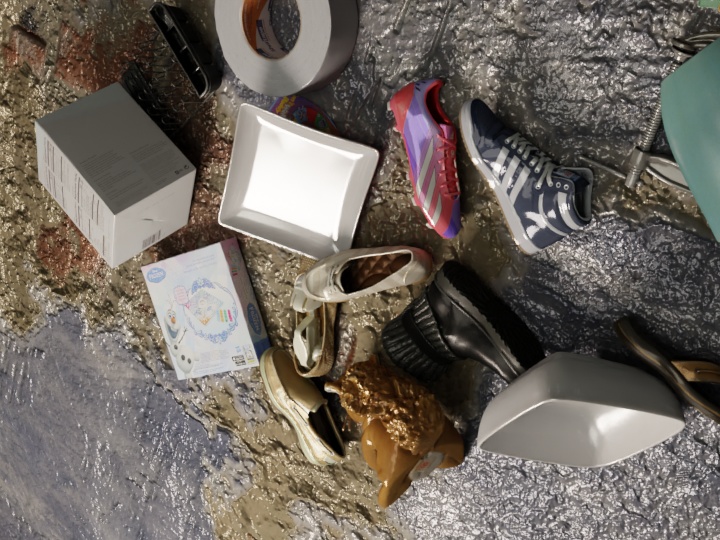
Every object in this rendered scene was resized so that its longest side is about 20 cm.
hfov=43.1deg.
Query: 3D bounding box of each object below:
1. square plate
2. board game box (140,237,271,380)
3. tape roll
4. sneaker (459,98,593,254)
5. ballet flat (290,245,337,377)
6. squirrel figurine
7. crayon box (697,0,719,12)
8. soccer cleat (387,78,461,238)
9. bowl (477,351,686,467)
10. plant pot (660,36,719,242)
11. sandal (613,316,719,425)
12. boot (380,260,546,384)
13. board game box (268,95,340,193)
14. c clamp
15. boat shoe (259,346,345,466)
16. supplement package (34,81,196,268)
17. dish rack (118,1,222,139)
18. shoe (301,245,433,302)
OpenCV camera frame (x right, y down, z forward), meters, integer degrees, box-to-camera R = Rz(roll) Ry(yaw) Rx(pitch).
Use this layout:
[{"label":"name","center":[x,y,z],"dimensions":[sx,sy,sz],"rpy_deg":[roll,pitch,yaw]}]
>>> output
[{"label":"square plate","center":[-0.088,-0.117,1.257],"dimensions":[0.196,0.029,0.202],"rpy_deg":[20,126,2]},{"label":"board game box","center":[-0.250,0.066,1.474],"dimensions":[0.198,0.043,0.202],"rpy_deg":[-13,98,38]},{"label":"tape roll","center":[-0.102,-0.338,1.224],"dimensions":[0.198,0.066,0.203],"rpy_deg":[11,111,31]},{"label":"sneaker","center":[0.201,-0.126,1.074],"dimensions":[0.108,0.070,0.202],"rpy_deg":[-22,99,42]},{"label":"ballet flat","center":[-0.071,0.066,1.334],"dimensions":[0.070,0.065,0.203],"rpy_deg":[8,109,33]},{"label":"squirrel figurine","center":[0.036,0.187,1.247],"dimensions":[0.187,0.140,0.201],"rpy_deg":[50,160,34]},{"label":"crayon box","center":[0.427,-0.304,0.870],"dimensions":[0.198,0.051,0.128],"rpy_deg":[17,114,31]},{"label":"soccer cleat","center":[0.096,-0.141,1.152],"dimensions":[0.076,0.066,0.203],"rpy_deg":[-17,92,33]},{"label":"bowl","center":[0.252,0.163,1.067],"dimensions":[0.200,0.197,0.076],"rpy_deg":[127,150,-54]},{"label":"plant pot","center":[0.379,-0.149,0.855],"dimensions":[0.200,0.200,0.162],"rpy_deg":[-37,86,37]},{"label":"sandal","center":[0.378,0.115,1.040],"dimensions":[0.200,0.081,0.055],"rpy_deg":[46,104,23]},{"label":"boot","center":[0.136,0.108,1.193],"dimensions":[0.212,0.079,0.158],"rpy_deg":[49,124,18]},{"label":"board game box","center":[-0.110,-0.149,1.306],"dimensions":[0.159,0.039,0.200],"rpy_deg":[51,126,11]},{"label":"c clamp","center":[0.346,-0.168,0.985],"dimensions":[0.170,0.027,0.202],"rpy_deg":[33,120,21]},{"label":"boat shoe","center":[-0.079,0.200,1.378],"dimensions":[0.076,0.071,0.201],"rpy_deg":[-21,103,50]},{"label":"supplement package","center":[-0.378,-0.147,1.403],"dimensions":[0.200,0.151,0.151],"rpy_deg":[47,148,14]},{"label":"dish rack","center":[-0.302,-0.290,1.389],"dimensions":[0.199,0.054,0.155],"rpy_deg":[-35,83,38]},{"label":"shoe","center":[0.000,0.000,1.245],"dimensions":[0.198,0.053,0.071],"rpy_deg":[-12,80,25]}]
